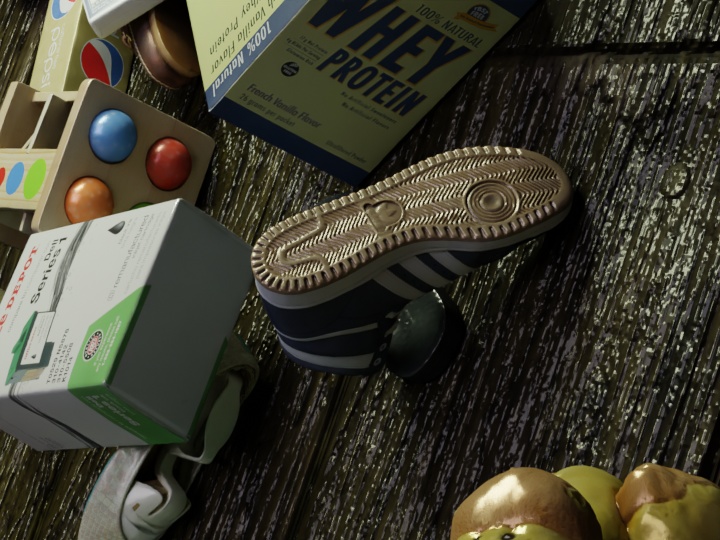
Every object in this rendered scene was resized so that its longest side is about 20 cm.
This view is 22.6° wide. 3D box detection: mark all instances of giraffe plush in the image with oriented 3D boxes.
[{"bbox_3d":[0.088,0.162,0.844,0.172,0.162,0.201,-36,45,17],"label":"giraffe plush"}]

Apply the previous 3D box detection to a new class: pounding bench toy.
[{"bbox_3d":[-0.224,-0.034,1.426,0.155,0.124,0.202,7,75,53],"label":"pounding bench toy"}]

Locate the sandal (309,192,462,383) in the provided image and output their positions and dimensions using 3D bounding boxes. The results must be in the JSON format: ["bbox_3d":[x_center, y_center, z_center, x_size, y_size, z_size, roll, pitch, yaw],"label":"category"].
[{"bbox_3d":[0.001,-0.001,1.176,0.076,0.048,0.200,-59,36,10],"label":"sandal"}]

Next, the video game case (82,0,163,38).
[{"bbox_3d":[-0.151,-0.292,1.494,0.199,0.023,0.183,-32,38,5],"label":"video game case"}]

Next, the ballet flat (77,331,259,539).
[{"bbox_3d":[-0.135,0.134,1.264,0.062,0.067,0.202,33,97,45],"label":"ballet flat"}]

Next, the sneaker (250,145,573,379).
[{"bbox_3d":[0.034,-0.002,1.094,0.198,0.109,0.071,-18,53,-8],"label":"sneaker"}]

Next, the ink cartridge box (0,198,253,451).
[{"bbox_3d":[-0.179,0.043,1.263,0.199,0.084,0.147,-10,53,48],"label":"ink cartridge box"}]

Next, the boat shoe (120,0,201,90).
[{"bbox_3d":[-0.168,-0.211,1.507,0.070,0.070,0.201,-38,35,23],"label":"boat shoe"}]

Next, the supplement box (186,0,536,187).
[{"bbox_3d":[-0.009,-0.211,1.240,0.200,0.133,0.201,-44,40,27],"label":"supplement box"}]

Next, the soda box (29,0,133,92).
[{"bbox_3d":[-0.243,-0.202,1.604,0.067,0.064,0.202,-16,57,47],"label":"soda box"}]
